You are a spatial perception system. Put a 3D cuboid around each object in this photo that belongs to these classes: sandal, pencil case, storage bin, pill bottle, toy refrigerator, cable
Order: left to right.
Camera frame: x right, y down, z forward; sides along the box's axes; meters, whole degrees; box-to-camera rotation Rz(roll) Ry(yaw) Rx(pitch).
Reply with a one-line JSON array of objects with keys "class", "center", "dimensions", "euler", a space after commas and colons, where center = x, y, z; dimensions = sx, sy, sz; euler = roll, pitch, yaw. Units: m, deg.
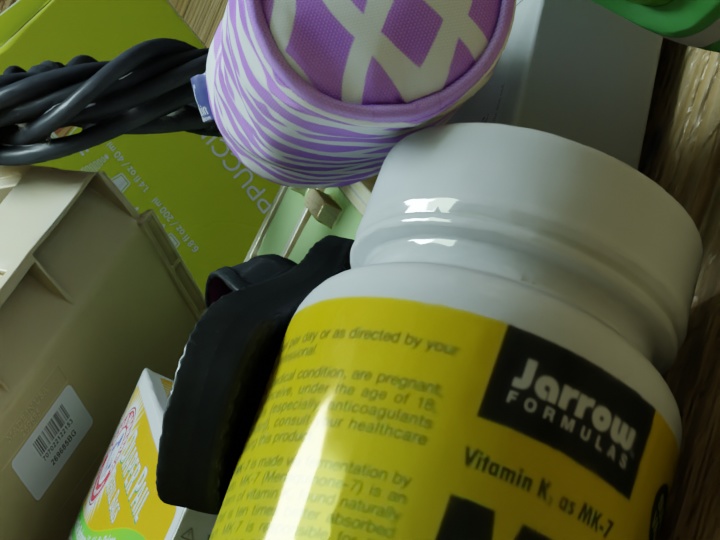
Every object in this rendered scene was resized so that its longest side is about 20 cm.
[{"class": "storage bin", "center": [-0.137, 0.092, 0.861], "dimensions": [0.093, 0.199, 0.200], "euler": [6, 48, 37]}, {"class": "cable", "center": [-0.096, -0.074, 0.890], "dimensions": [0.163, 0.199, 0.051], "euler": [8, 103, 45]}, {"class": "sandal", "center": [-0.035, 0.024, 0.661], "dimensions": [0.200, 0.048, 0.076], "euler": [-11, -65, -79]}, {"class": "pencil case", "center": [-0.004, -0.075, 0.667], "dimensions": [0.200, 0.083, 0.086], "euler": [163, 102, -81]}, {"class": "toy refrigerator", "center": [0.000, 0.000, 0.879], "dimensions": [0.076, 0.070, 0.200], "euler": [-63, 12, 7]}, {"class": "pill bottle", "center": [0.020, 0.070, 0.571], "dimensions": [0.114, 0.114, 0.201], "euler": [-37, 31, 64]}]

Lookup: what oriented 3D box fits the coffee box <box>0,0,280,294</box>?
[{"class": "coffee box", "center": [-0.155, -0.015, 1.099], "dimensions": [0.200, 0.200, 0.198], "euler": [-41, 5, -19]}]

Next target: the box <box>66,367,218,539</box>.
[{"class": "box", "center": [-0.039, 0.116, 0.722], "dimensions": [0.102, 0.112, 0.200], "euler": [-65, 12, 4]}]

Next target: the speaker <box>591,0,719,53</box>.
[{"class": "speaker", "center": [0.049, -0.141, 0.655], "dimensions": [0.089, 0.199, 0.089], "euler": [-58, 14, 24]}]

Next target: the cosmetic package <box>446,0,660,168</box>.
[{"class": "cosmetic package", "center": [0.064, -0.067, 0.758], "dimensions": [0.083, 0.050, 0.201], "euler": [-50, 20, 53]}]
